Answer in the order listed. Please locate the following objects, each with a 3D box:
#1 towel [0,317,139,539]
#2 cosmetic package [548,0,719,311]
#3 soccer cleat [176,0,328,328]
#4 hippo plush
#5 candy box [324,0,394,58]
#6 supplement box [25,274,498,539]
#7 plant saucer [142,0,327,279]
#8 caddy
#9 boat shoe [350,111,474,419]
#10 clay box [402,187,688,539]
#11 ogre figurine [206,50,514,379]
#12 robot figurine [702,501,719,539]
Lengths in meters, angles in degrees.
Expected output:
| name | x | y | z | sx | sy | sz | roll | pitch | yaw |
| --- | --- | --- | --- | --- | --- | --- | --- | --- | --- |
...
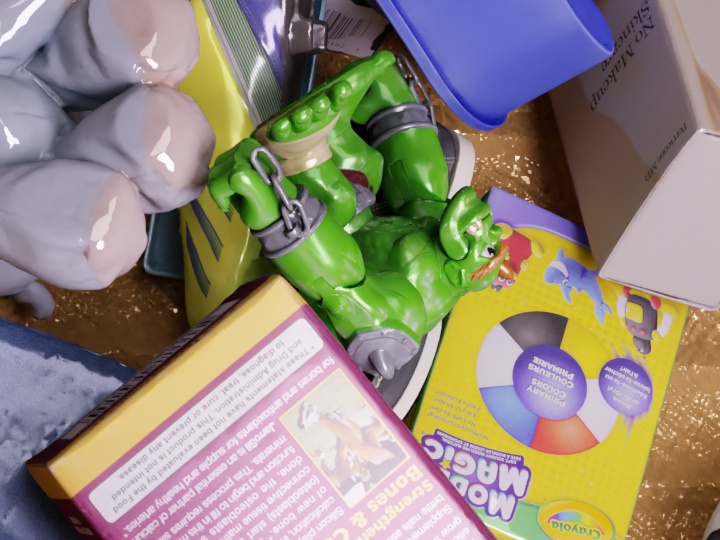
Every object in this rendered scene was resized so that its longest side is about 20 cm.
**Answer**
| name | x | y | z | sx | sy | sz | roll | pitch | yaw |
| --- | --- | --- | --- | --- | --- | --- | --- | --- | --- |
| towel | -0.101 | 0.104 | 1.344 | 0.199 | 0.049 | 0.112 | 25 | 78 | -9 |
| cosmetic package | 0.150 | -0.089 | 1.475 | 0.071 | 0.105 | 0.200 | 15 | 37 | -23 |
| soccer cleat | -0.065 | -0.063 | 1.408 | 0.083 | 0.065 | 0.201 | 8 | 90 | 12 |
| hippo plush | -0.147 | -0.032 | 1.326 | 0.200 | 0.161 | 0.159 | -41 | 71 | -14 |
| candy box | -0.075 | -0.195 | 1.502 | 0.199 | 0.061 | 0.137 | 10 | 63 | -17 |
| supplement box | -0.028 | 0.119 | 1.280 | 0.131 | 0.103 | 0.200 | -39 | 94 | -11 |
| plant saucer | -0.057 | -0.091 | 1.442 | 0.070 | 0.019 | 0.201 | 10 | 84 | -17 |
| caddy | 0.039 | -0.161 | 1.428 | 0.200 | 0.105 | 0.142 | 55 | 23 | -30 |
| boat shoe | 0.000 | 0.000 | 1.422 | 0.068 | 0.072 | 0.201 | 40 | 46 | -32 |
| clay box | 0.080 | 0.071 | 1.432 | 0.115 | 0.048 | 0.201 | 24 | 58 | -9 |
| ogre figurine | 0.003 | -0.025 | 1.331 | 0.098 | 0.200 | 0.120 | -31 | 96 | 4 |
| robot figurine | 0.244 | 0.155 | 1.382 | 0.125 | 0.200 | 0.151 | -38 | 124 | -16 |
